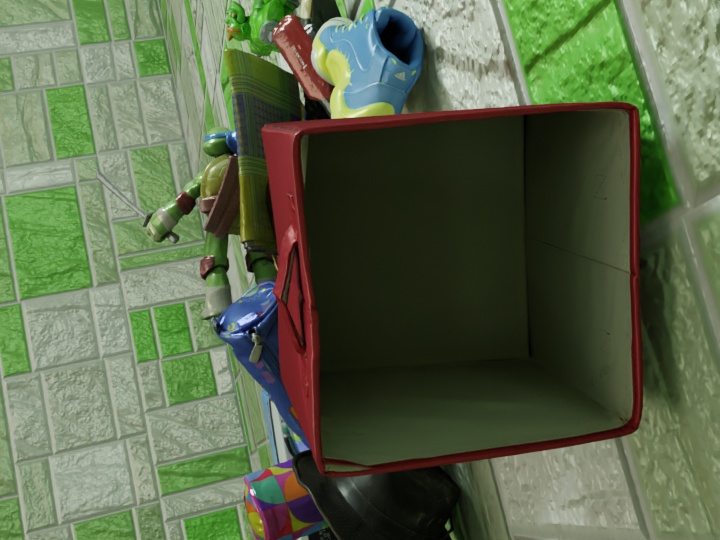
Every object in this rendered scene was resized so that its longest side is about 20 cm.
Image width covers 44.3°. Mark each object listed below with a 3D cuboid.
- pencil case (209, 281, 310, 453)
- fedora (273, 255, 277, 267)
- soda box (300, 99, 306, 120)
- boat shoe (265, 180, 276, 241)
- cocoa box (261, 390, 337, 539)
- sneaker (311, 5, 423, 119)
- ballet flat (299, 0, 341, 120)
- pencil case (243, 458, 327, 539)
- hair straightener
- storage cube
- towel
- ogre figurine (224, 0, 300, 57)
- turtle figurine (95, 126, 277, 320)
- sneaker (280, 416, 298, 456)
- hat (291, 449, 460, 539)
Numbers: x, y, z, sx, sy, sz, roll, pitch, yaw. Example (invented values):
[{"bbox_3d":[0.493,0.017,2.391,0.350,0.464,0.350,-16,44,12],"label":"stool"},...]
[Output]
[{"bbox_3d":[-0.069,0.109,0.899,0.201,0.077,0.087,60,-172,-20],"label":"pencil case"},{"bbox_3d":[-0.083,0.005,1.192,0.201,0.081,0.203,164,90,-82],"label":"fedora"},{"bbox_3d":[-0.098,-0.170,1.075,0.200,0.063,0.069,-69,-28,-86],"label":"soda box"},{"bbox_3d":[-0.034,0.000,0.844,0.073,0.062,0.203,-5,99,59],"label":"boat shoe"},{"bbox_3d":[-0.038,0.239,1.099,0.131,0.131,0.203,176,84,-76],"label":"cocoa box"},{"bbox_3d":[0.014,-0.190,0.769,0.106,0.075,0.201,-57,32,33],"label":"sneaker"},{"bbox_3d":[-0.048,-0.207,0.949,0.056,0.066,0.202,22,133,29],"label":"ballet flat"},{"bbox_3d":[-0.031,0.231,0.963,0.088,0.198,0.089,45,144,49],"label":"pencil case"},{"bbox_3d":[-0.009,-0.161,0.858,0.041,0.077,0.201,-43,73,23],"label":"hair straightener"},{"bbox_3d":[0.042,-0.004,0.513,0.180,0.197,0.174,-142,47,-74],"label":"storage cube"},{"bbox_3d":[-0.091,-0.112,0.897,0.143,0.022,0.203,3,-100,-67],"label":"towel"},{"bbox_3d":[-0.107,-0.325,1.066,0.199,0.097,0.122,15,98,58],"label":"ogre figurine"},{"bbox_3d":[-0.158,-0.047,0.980,0.143,0.198,0.197,-5,-98,-62],"label":"turtle figurine"},{"bbox_3d":[-0.055,0.114,0.999,0.088,0.073,0.203,-110,21,-65],"label":"sneaker"},{"bbox_3d":[0.038,0.201,0.818,0.081,0.199,0.201,-53,31,12],"label":"hat"}]
